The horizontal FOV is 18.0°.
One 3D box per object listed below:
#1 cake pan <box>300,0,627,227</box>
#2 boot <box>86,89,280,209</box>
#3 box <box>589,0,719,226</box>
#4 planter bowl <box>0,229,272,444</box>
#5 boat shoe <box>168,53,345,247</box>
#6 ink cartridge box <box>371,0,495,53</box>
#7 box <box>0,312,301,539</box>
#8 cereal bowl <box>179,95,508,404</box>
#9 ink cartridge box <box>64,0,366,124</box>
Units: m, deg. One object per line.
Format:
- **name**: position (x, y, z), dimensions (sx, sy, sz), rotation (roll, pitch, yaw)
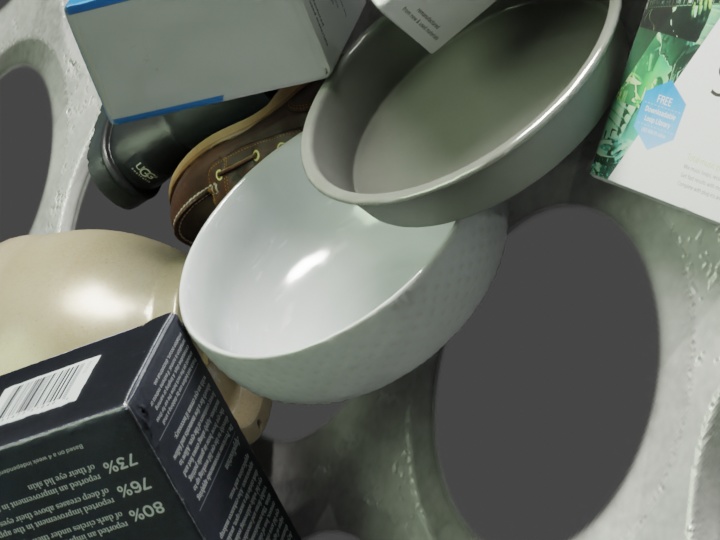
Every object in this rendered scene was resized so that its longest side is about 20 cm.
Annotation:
- **cake pan**: position (0.060, -0.098, 1.221), dimensions (0.199, 0.037, 0.201), rotation (-26, 34, 19)
- **boot**: position (-0.097, -0.147, 1.519), dimensions (0.167, 0.076, 0.201), rotation (-29, 34, 30)
- **box**: position (0.195, -0.122, 1.106), dimensions (0.144, 0.036, 0.202), rotation (26, 98, 56)
- **planter bowl**: position (-0.138, 0.063, 1.410), dimensions (0.134, 0.200, 0.202), rotation (-14, 63, 24)
- **boat shoe**: position (-0.056, -0.059, 1.422), dimensions (0.200, 0.070, 0.071), rotation (-38, 46, 43)
- **ink cartridge box**: position (0.063, -0.241, 1.207), dimensions (0.200, 0.086, 0.147), rotation (-40, 67, 12)
- **box**: position (-0.133, 0.149, 1.286), dimensions (0.147, 0.201, 0.105), rotation (-18, 23, 21)
- **cereal bowl**: position (0.000, 0.000, 1.269), dimensions (0.199, 0.084, 0.201), rotation (-24, 34, 18)
- **ink cartridge box**: position (-0.071, -0.181, 1.357), dimensions (0.145, 0.085, 0.201), rotation (-12, 29, 21)
